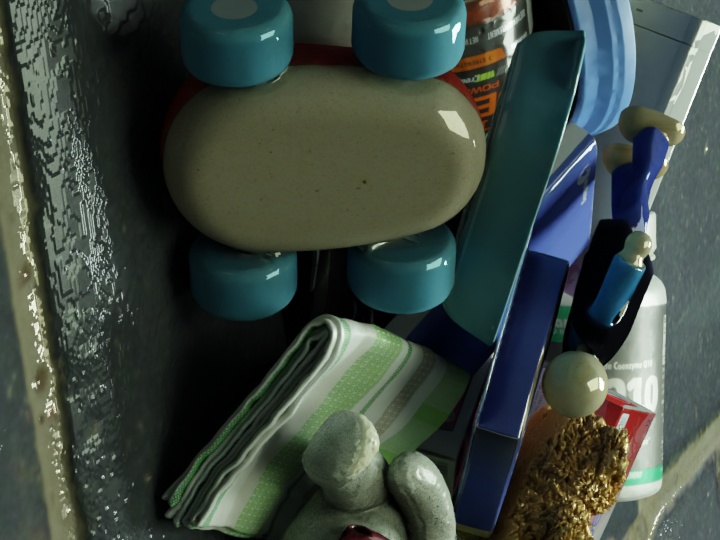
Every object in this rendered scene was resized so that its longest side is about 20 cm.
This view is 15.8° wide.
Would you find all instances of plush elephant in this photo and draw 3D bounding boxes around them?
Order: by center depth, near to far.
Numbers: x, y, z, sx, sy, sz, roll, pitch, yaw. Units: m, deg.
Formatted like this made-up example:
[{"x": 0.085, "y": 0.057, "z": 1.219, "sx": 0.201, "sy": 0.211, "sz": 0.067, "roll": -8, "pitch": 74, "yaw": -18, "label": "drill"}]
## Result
[{"x": 0.021, "y": 0.198, "z": 1.490, "sx": 0.165, "sy": 0.155, "sz": 0.200, "roll": -50, "pitch": 157, "yaw": 4, "label": "plush elephant"}]

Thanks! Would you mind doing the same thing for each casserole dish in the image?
[{"x": 0.084, "y": -0.050, "z": 1.478, "sx": 0.121, "sy": 0.039, "sz": 0.201, "roll": -73, "pitch": 179, "yaw": -51, "label": "casserole dish"}]

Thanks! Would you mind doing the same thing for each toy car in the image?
[{"x": -0.026, "y": -0.104, "z": 1.460, "sx": 0.200, "sy": 0.176, "sz": 0.185, "roll": -99, "pitch": -172, "yaw": -55, "label": "toy car"}]

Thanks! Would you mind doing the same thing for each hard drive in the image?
[{"x": 0.077, "y": 0.014, "z": 1.623, "sx": 0.200, "sy": 0.025, "sz": 0.132, "roll": -47, "pitch": 158, "yaw": -22, "label": "hard drive"}, {"x": 0.163, "y": -0.086, "z": 1.751, "sx": 0.027, "sy": 0.132, "sz": 0.201, "roll": 17, "pitch": 98, "yaw": -31, "label": "hard drive"}]

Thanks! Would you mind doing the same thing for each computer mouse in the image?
[{"x": 0.000, "y": 0.000, "z": 1.592, "sx": 0.140, "sy": 0.046, "sz": 0.201, "roll": -24, "pitch": 114, "yaw": -60, "label": "computer mouse"}]

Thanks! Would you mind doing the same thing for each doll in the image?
[{"x": 0.151, "y": 0.004, "z": 1.574, "sx": 0.137, "sy": 0.048, "sz": 0.201, "roll": 107, "pitch": 1, "yaw": -57, "label": "doll"}]

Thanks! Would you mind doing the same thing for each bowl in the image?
[{"x": 0.106, "y": -0.178, "z": 1.654, "sx": 0.039, "sy": 0.201, "sz": 0.202, "roll": -21, "pitch": 118, "yaw": -19, "label": "bowl"}]

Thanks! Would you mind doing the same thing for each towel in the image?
[{"x": -0.017, "y": 0.100, "z": 1.500, "sx": 0.149, "sy": 0.031, "sz": 0.200, "roll": -50, "pitch": 154, "yaw": 9, "label": "towel"}]

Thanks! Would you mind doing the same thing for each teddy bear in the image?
[{"x": 0.106, "y": 0.181, "z": 1.665, "sx": 0.067, "sy": 0.145, "sz": 0.201, "roll": 39, "pitch": 53, "yaw": -17, "label": "teddy bear"}]

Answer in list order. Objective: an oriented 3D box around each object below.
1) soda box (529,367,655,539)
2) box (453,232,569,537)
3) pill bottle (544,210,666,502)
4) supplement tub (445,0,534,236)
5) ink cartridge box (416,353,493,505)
[{"x": 0.122, "y": 0.170, "z": 1.761, "sx": 0.063, "sy": 0.070, "sz": 0.201, "roll": 14, "pitch": 101, "yaw": -62, "label": "soda box"}, {"x": 0.091, "y": 0.071, "z": 1.577, "sx": 0.200, "sy": 0.032, "sz": 0.122, "roll": 94, "pitch": 12, "yaw": -64, "label": "box"}, {"x": 0.161, "y": 0.058, "z": 1.848, "sx": 0.113, "sy": 0.112, "sz": 0.202, "roll": -8, "pitch": 99, "yaw": -63, "label": "pill bottle"}, {"x": 0.062, "y": -0.107, "z": 1.630, "sx": 0.107, "sy": 0.106, "sz": 0.201, "roll": -56, "pitch": 146, "yaw": -46, "label": "supplement tub"}, {"x": 0.075, "y": 0.065, "z": 1.733, "sx": 0.095, "sy": 0.037, "sz": 0.201, "roll": 92, "pitch": 15, "yaw": -56, "label": "ink cartridge box"}]
